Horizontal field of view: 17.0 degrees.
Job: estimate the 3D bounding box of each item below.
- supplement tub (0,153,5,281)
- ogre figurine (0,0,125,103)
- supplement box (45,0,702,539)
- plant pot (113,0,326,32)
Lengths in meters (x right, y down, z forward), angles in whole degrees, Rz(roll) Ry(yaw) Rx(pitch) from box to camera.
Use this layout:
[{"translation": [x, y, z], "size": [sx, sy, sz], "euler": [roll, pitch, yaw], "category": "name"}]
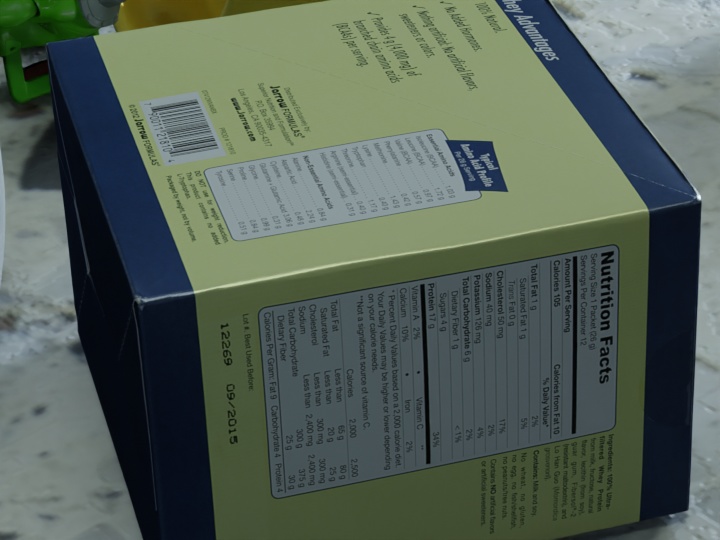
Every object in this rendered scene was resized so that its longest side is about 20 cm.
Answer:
[{"translation": [-0.250, -0.020, 0.939], "size": [0.198, 0.146, 0.146], "euler": [3, 32, 6], "category": "supplement tub"}, {"translation": [-0.182, -0.131, 1.158], "size": [0.119, 0.200, 0.099], "euler": [0, 75, -16], "category": "ogre figurine"}, {"translation": [0.000, 0.000, 0.905], "size": [0.198, 0.135, 0.200], "euler": [-10, 33, -12], "category": "supplement box"}, {"translation": [-0.008, -0.188, 1.164], "size": [0.187, 0.202, 0.201], "euler": [-2, 29, -27], "category": "plant pot"}]
